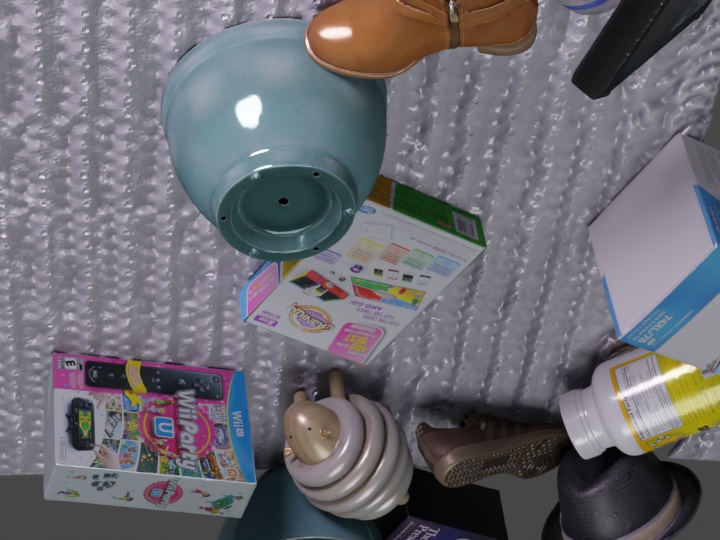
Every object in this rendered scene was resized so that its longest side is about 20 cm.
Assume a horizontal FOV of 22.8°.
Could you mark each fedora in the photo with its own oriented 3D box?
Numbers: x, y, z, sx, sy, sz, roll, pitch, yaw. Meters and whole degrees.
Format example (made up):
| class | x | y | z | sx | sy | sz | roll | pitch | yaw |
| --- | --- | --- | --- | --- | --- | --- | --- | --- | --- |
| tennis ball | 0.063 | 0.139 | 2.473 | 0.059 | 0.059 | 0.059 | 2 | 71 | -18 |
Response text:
| class | x | y | z | sx | sy | sz | roll | pitch | yaw |
| --- | --- | --- | --- | --- | --- | --- | --- | --- | --- |
| fedora | 0.272 | 0.233 | 1.937 | 0.200 | 0.201 | 0.092 | -17 | 110 | 10 |

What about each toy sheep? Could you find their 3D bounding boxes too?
| class | x | y | z | sx | sy | sz | roll | pitch | yaw |
| --- | --- | --- | --- | --- | --- | --- | --- | --- | --- |
| toy sheep | -0.009 | 0.192 | 1.855 | 0.138 | 0.138 | 0.200 | -33 | 133 | 25 |

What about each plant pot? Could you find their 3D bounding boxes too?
| class | x | y | z | sx | sy | sz | roll | pitch | yaw |
| --- | --- | --- | --- | --- | --- | --- | --- | --- | --- |
| plant pot | -0.071 | 0.292 | 1.955 | 0.199 | 0.135 | 0.201 | -5 | 139 | -5 |
| plant pot | -0.069 | -0.094 | 1.523 | 0.199 | 0.135 | 0.201 | -4 | 139 | -4 |

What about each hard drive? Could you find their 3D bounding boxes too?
| class | x | y | z | sx | sy | sz | roll | pitch | yaw |
| --- | --- | --- | --- | --- | --- | --- | --- | --- | --- |
| hard drive | 0.250 | -0.224 | 1.403 | 0.033 | 0.200 | 0.140 | 40 | 132 | 10 |

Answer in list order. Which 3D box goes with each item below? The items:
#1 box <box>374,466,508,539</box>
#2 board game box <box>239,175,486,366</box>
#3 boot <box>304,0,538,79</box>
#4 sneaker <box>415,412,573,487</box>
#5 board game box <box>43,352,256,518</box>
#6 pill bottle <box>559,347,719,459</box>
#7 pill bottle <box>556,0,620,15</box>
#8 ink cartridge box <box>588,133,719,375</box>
| class | x | y | z | sx | sy | sz | roll | pitch | yaw |
| --- | --- | --- | --- | --- | --- | --- | --- | --- | --- |
| box | 0.055 | 0.319 | 2.053 | 0.141 | 0.079 | 0.200 | 16 | 133 | -29 |
| board game box | 0.000 | 0.000 | 1.710 | 0.153 | 0.040 | 0.200 | 22 | 131 | -30 |
| boot | 0.038 | -0.204 | 1.398 | 0.199 | 0.077 | 0.155 | 4 | 171 | 13 |
| sneaker | 0.147 | 0.179 | 1.925 | 0.199 | 0.076 | 0.071 | -2 | 133 | -41 |
| board game box | -0.211 | 0.163 | 1.778 | 0.199 | 0.148 | 0.064 | 8 | 134 | -18 |
| pill bottle | 0.312 | 0.127 | 1.858 | 0.199 | 0.105 | 0.104 | -23 | 137 | 17 |
| pill bottle | 0.131 | -0.288 | 1.353 | 0.200 | 0.114 | 0.114 | 30 | 126 | -35 |
| ink cartridge box | 0.347 | -0.003 | 1.684 | 0.199 | 0.147 | 0.146 | 19 | 131 | -27 |
